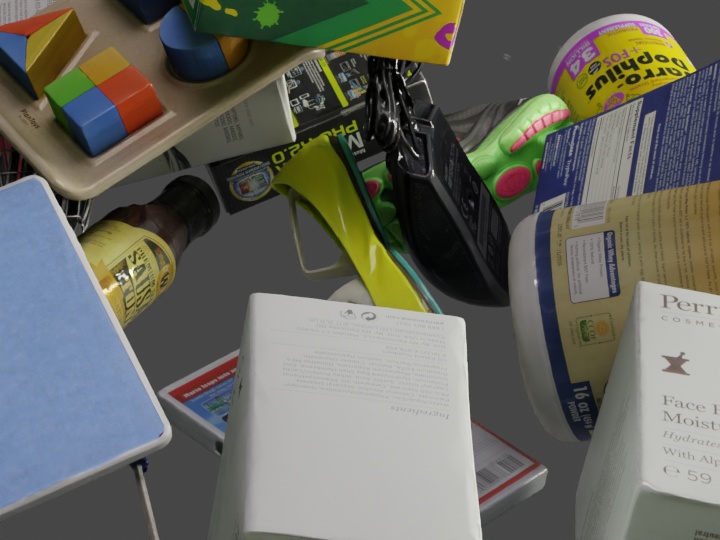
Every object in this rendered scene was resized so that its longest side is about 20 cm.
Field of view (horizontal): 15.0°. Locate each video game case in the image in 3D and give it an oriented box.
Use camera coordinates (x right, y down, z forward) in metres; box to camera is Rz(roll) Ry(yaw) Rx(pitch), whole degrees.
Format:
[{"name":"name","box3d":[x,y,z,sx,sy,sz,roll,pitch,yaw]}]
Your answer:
[{"name":"video game case","box3d":[-0.006,0.102,1.647,0.199,0.018,0.143,33,40,29]}]

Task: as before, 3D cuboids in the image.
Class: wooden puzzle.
[{"name":"wooden puzzle","box3d":[-0.150,-0.144,1.741,0.199,0.046,0.185,-30,43,-17]}]

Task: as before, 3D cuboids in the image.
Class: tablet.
[{"name":"tablet","box3d":[-0.206,0.044,1.595,0.129,0.014,0.201,-23,64,-13]}]

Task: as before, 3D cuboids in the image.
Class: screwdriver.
[{"name":"screwdriver","box3d":[-0.122,0.123,1.572,0.029,0.028,0.200,-26,37,-2]}]

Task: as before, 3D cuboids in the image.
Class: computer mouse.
[{"name":"computer mouse","box3d":[0.042,-0.056,1.773,0.052,0.201,0.139,-19,30,19]}]

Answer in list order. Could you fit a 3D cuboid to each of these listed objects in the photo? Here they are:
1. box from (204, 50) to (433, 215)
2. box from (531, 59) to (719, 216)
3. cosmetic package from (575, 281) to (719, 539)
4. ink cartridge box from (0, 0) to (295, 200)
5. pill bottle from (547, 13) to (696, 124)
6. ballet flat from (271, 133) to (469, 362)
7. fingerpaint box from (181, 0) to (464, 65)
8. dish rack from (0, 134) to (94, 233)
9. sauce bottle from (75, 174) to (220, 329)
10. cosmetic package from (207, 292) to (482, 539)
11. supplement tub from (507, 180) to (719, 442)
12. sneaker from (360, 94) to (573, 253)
[{"name":"box","box3d":[-0.050,-0.136,1.904,0.159,0.044,0.200,-22,39,-4]},{"name":"box","box3d":[0.193,-0.066,1.782,0.032,0.199,0.122,33,53,-29]},{"name":"cosmetic package","box3d":[0.214,0.138,1.523,0.164,0.166,0.200,10,33,-2]},{"name":"ink cartridge box","box3d":[-0.151,-0.134,1.833,0.199,0.085,0.145,-14,39,2]},{"name":"pill bottle","box3d":[0.208,-0.088,1.909,0.103,0.105,0.200,-2,36,-18]},{"name":"ballet flat","box3d":[0.000,0.000,1.756,0.067,0.067,0.201,-27,61,-3]},{"name":"fingerpaint box","box3d":[-0.036,-0.207,1.732,0.166,0.074,0.200,7,23,-15]},{"name":"dish rack","box3d":[-0.265,-0.035,1.711,0.198,0.055,0.154,-4,35,1]},{"name":"sauce bottle","box3d":[-0.153,-0.002,1.716,0.066,0.066,0.200,23,38,18]},{"name":"cosmetic package","box3d":[-0.016,0.154,1.405,0.122,0.200,0.201,6,33,-7]},{"name":"supplement tub","box3d":[0.200,0.021,1.657,0.199,0.145,0.145,-10,31,14]},{"name":"sneaker","box3d":[0.060,-0.064,1.880,0.199,0.077,0.084,-22,16,-34]}]
